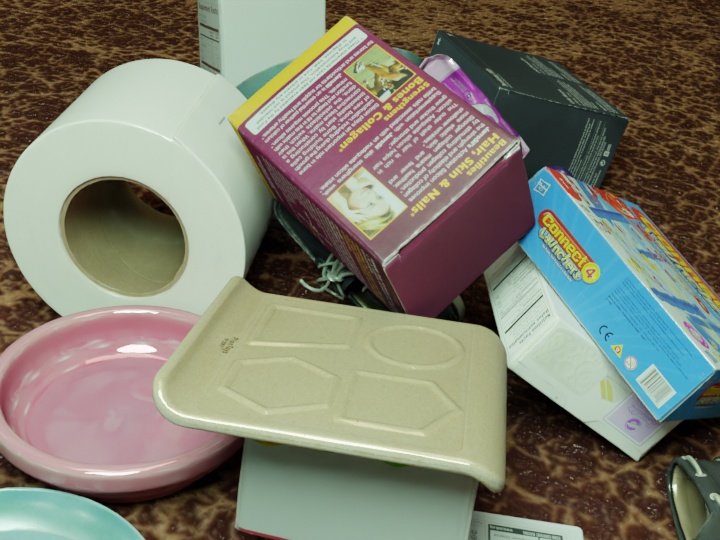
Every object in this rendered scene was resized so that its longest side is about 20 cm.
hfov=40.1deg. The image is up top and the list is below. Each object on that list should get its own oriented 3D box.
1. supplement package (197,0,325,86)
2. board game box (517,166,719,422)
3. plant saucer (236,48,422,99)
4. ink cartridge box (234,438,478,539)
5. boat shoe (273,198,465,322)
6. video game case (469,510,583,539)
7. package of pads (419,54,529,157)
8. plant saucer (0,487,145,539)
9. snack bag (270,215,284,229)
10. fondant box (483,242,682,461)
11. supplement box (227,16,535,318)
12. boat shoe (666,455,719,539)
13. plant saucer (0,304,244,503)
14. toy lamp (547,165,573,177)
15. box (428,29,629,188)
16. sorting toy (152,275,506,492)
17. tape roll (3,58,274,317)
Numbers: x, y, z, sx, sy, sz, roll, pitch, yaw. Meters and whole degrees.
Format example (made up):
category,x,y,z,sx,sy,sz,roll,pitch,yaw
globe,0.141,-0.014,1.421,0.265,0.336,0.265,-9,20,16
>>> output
category,x,y,z,sx,sy,sz,roll,pitch,yaw
supplement package,-0.108,-0.204,1.074,0.115,0.203,0.117,-6,19,-20
board game box,0.225,0.022,0.780,0.195,0.056,0.201,9,41,-54
plant saucer,-0.032,-0.159,0.946,0.197,0.028,0.200,-12,-10,-2
ink cartridge box,0.014,0.105,0.674,0.143,0.085,0.200,10,20,8
boat shoe,0.000,0.000,0.848,0.200,0.075,0.062,42,48,-8
video game case,0.044,0.212,0.596,0.196,0.024,0.183,9,30,2
package of pads,0.047,-0.091,0.907,0.121,0.200,0.076,48,48,0
plant saucer,-0.210,0.202,0.558,0.196,0.028,0.201,4,30,-2
snack bag,-0.135,-0.110,0.957,0.186,0.201,0.022,16,64,16
fondant box,0.173,0.040,0.809,0.144,0.058,0.201,35,25,-20
supplement box,0.015,-0.076,0.740,0.131,0.104,0.200,-40,56,-9
boat shoe,0.233,0.184,0.629,0.059,0.075,0.201,10,28,7
plant saucer,-0.169,0.098,0.719,0.197,0.052,0.201,4,30,-2
toy lamp,0.221,-0.046,1.032,0.057,0.059,0.201,5,31,-3
box,0.186,-0.191,1.190,0.179,0.105,0.201,9,27,-23
sorting toy,-0.008,0.067,0.605,0.197,0.037,0.185,13,21,4
tape roll,-0.176,-0.058,0.829,0.199,0.205,0.140,8,31,4
